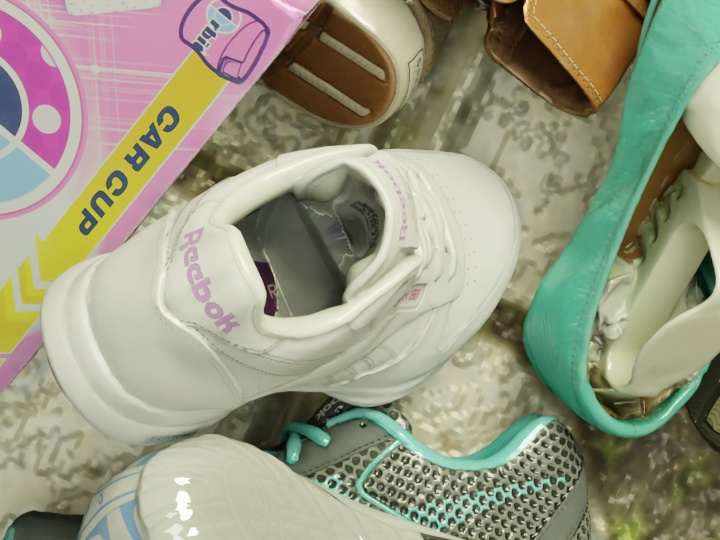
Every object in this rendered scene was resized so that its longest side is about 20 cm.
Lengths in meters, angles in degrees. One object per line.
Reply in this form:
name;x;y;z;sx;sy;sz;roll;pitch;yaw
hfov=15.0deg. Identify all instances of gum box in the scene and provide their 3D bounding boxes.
gum box;-0.108;-0.053;0.839;0.113;0.066;0.200;40;118;-4

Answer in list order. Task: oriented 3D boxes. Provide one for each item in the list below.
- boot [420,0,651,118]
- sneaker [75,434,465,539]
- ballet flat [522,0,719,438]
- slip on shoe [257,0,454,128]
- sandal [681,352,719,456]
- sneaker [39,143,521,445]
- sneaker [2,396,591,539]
boot;0.043;-0.159;0.853;0.200;0.077;0.156;40;76;-16
sneaker;0.003;0.112;0.828;0.199;0.072;0.072;31;56;-20
ballet flat;0.110;-0.028;0.840;0.067;0.071;0.201;0;129;-30
slip on shoe;-0.057;-0.124;0.875;0.199;0.076;0.061;32;53;4
sandal;0.192;-0.006;0.891;0.201;0.080;0.057;-38;139;9
sneaker;0.000;0.000;0.822;0.099;0.200;0.075;-31;84;39
sneaker;-0.016;0.078;0.887;0.198;0.078;0.092;4;91;-11
